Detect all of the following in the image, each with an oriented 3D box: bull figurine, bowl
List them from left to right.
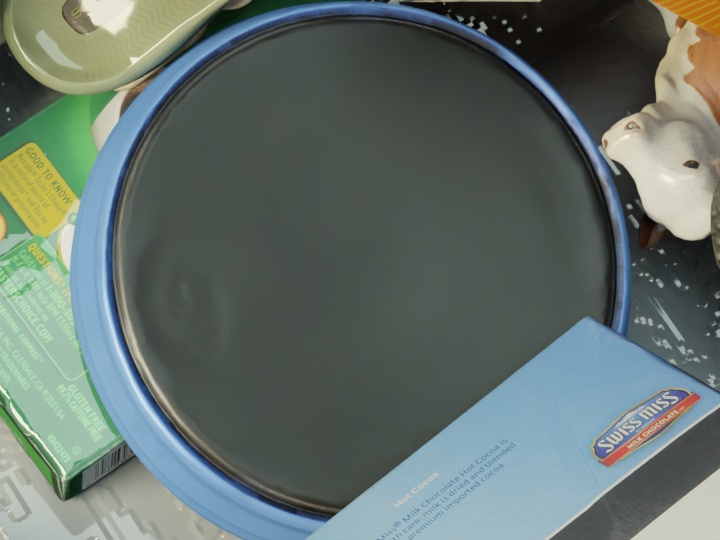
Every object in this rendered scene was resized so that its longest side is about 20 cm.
[{"bbox_3d":[0.000,0.000,0.980,0.200,0.039,0.201,2,79,-10],"label":"bowl"},{"bbox_3d":[0.166,-0.078,1.040,0.200,0.065,0.121,-11,70,-22],"label":"bull figurine"}]

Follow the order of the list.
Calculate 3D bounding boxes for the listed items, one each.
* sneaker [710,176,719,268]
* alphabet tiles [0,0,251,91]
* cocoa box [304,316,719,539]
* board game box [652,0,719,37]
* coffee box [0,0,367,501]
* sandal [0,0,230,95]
[{"bbox_3d":[0.204,0.006,0.998,0.200,0.074,0.080,36,59,-24],"label":"sneaker"},{"bbox_3d":[-0.109,-0.168,0.996,0.196,0.015,0.200,-36,94,9],"label":"alphabet tiles"},{"bbox_3d":[0.058,0.138,0.901,0.200,0.133,0.131,-37,40,-19],"label":"cocoa box"},{"bbox_3d":[0.161,-0.207,0.892,0.200,0.200,0.200,-13,74,29],"label":"board game box"},{"bbox_3d":[-0.061,-0.021,1.024,0.200,0.044,0.123,-36,78,-14],"label":"coffee box"},{"bbox_3d":[-0.047,-0.135,0.955,0.080,0.057,0.201,44,103,6],"label":"sandal"}]
